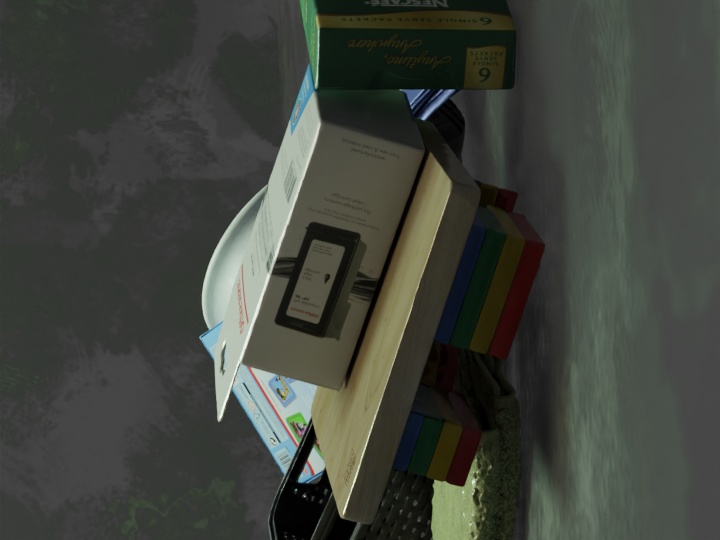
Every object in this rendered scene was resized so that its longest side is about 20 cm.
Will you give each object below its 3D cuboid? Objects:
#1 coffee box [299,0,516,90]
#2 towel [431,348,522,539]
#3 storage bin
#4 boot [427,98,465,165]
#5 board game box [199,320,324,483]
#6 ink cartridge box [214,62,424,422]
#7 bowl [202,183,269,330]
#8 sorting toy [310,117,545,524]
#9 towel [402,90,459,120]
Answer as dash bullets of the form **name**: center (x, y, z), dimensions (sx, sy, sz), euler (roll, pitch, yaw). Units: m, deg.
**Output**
- **coffee box**: center (0.024, -0.172, 1.449), dimensions (0.200, 0.122, 0.044), euler (-98, 10, -59)
- **towel**: center (0.074, 0.131, 1.485), dimensions (0.149, 0.036, 0.201), euler (-102, 13, -60)
- **storage bin**: center (0.006, 0.162, 1.691), dimensions (0.200, 0.094, 0.136), euler (-117, 51, -77)
- **boot**: center (0.034, -0.082, 1.678), dimensions (0.200, 0.067, 0.131), euler (-104, 10, -56)
- **board game box**: center (-0.035, 0.078, 1.879), dimensions (0.152, 0.037, 0.200), euler (58, 144, 3)
- **ink cartridge box**: center (-0.028, -0.009, 1.424), dimensions (0.116, 0.068, 0.201), euler (-101, 29, -68)
- **bowl**: center (-0.029, 0.007, 1.999), dimensions (0.090, 0.201, 0.201), euler (41, 147, 31)
- **sorting toy**: center (0.040, 0.030, 1.390), dimensions (0.199, 0.069, 0.201), euler (-114, 40, -74)
- **towel**: center (0.027, -0.164, 1.606), dimensions (0.145, 0.024, 0.200), euler (-46, 34, 36)
